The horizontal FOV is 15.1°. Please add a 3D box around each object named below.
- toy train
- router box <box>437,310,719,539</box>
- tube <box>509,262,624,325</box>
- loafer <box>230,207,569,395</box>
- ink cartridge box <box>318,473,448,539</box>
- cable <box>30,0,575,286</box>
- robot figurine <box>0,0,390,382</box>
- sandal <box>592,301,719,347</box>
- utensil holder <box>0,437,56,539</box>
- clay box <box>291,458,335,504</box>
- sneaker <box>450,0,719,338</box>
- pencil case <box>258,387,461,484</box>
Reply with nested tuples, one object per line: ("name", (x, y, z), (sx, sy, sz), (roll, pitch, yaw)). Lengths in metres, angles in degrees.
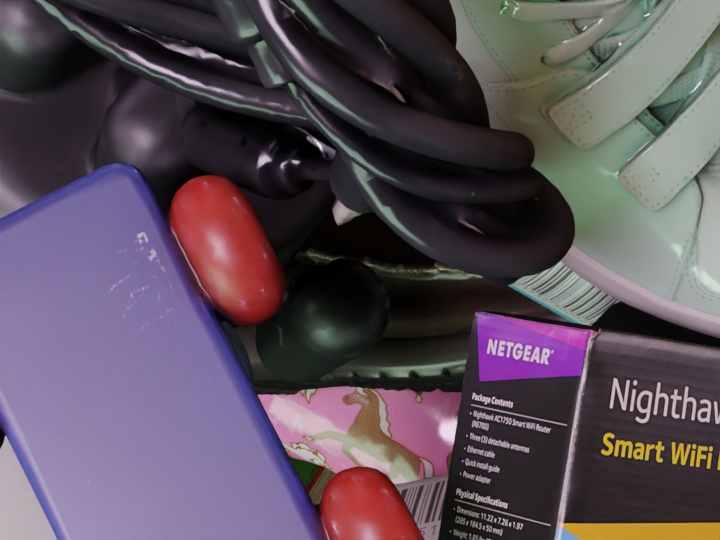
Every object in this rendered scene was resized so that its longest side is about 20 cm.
("toy train", (-0.023, 0.082, 0.601), (0.200, 0.085, 0.116), (62, 177, 10))
("router box", (0.105, 0.096, 0.641), (0.200, 0.149, 0.051), (9, 180, -34))
("tube", (0.114, 0.022, 0.732), (0.200, 0.050, 0.077), (32, 167, -15))
("loafer", (0.000, 0.000, 0.815), (0.200, 0.071, 0.073), (-2, 173, 33))
("ink cartridge box", (0.095, 0.138, 0.847), (0.161, 0.050, 0.200), (-14, 128, 27))
("cable", (-0.038, -0.063, 0.513), (0.163, 0.051, 0.200), (39, 170, 41))
("robot figurine", (-0.065, -0.041, 0.726), (0.125, 0.150, 0.200), (-6, 169, -12))
("sandal", (0.108, 0.093, 0.720), (0.200, 0.048, 0.075), (53, 160, -25))
("utensil holder", (-0.140, 0.043, 0.930), (0.200, 0.170, 0.170), (55, 157, -19))
("clay box", (0.014, 0.161, 1.200), (0.048, 0.115, 0.200), (16, 158, 43))
("sneaker", (0.057, -0.052, 0.556), (0.200, 0.074, 0.118), (36, 168, -6))
("pencil case", (0.060, 0.067, 0.897), (0.200, 0.087, 0.083), (28, 126, 15))
